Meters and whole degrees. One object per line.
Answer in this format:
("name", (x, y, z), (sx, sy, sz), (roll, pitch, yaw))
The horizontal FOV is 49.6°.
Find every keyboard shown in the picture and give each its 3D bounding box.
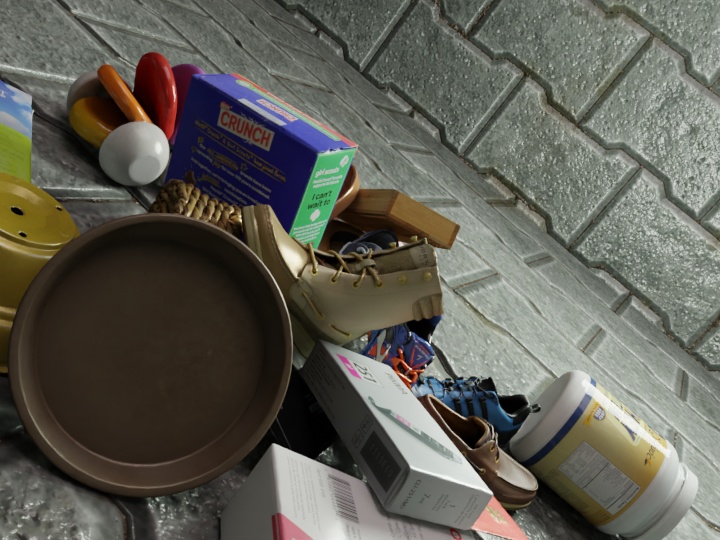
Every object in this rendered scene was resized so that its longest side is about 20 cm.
("keyboard", (-0.060, 0.109, 0.734), (0.127, 0.021, 0.200), (64, 11, 6))

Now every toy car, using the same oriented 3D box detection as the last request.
("toy car", (-0.251, -0.194, 0.969), (0.200, 0.150, 0.175), (12, 32, -53))

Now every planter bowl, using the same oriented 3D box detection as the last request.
("planter bowl", (-0.284, -0.019, 0.610), (0.200, 0.084, 0.200), (33, 19, -13))

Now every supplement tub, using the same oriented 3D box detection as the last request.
("supplement tub", (0.307, 0.240, 0.992), (0.200, 0.145, 0.144), (40, 19, 6))

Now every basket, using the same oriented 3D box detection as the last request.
("basket", (-0.134, 0.019, 0.694), (0.149, 0.143, 0.200), (32, 18, -22))

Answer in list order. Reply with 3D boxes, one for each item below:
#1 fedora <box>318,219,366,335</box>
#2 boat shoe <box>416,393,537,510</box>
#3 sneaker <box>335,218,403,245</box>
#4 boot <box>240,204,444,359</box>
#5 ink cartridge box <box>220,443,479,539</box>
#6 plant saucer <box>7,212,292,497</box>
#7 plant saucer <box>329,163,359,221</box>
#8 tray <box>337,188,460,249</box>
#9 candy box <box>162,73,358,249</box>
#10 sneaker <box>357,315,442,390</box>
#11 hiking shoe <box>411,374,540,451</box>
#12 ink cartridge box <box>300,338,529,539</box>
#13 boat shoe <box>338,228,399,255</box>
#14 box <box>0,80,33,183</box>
("fedora", (-0.014, 0.023, 1.004), (0.200, 0.082, 0.201), (34, 28, -20))
("boat shoe", (0.126, 0.202, 0.866), (0.200, 0.068, 0.072), (32, 20, -19))
("sneaker", (0.006, -0.045, 1.206), (0.200, 0.075, 0.105), (32, 14, -30))
("boot", (-0.010, -0.002, 0.700), (0.200, 0.155, 0.073), (66, 11, -46))
("ink cartridge box", (0.005, 0.231, 0.557), (0.200, 0.085, 0.146), (28, 21, -23))
("plant saucer", (-0.145, 0.060, 0.560), (0.200, 0.200, 0.029), (30, -13, -23))
("plant saucer", (-0.097, -0.088, 0.994), (0.200, 0.200, 0.032), (-108, -178, -58))
("tray", (0.032, -0.068, 0.996), (0.098, 0.037, 0.200), (26, -6, -24))
("candy box", (-0.118, -0.080, 0.818), (0.169, 0.200, 0.077), (34, 31, 19))
("sneaker", (0.038, 0.099, 0.846), (0.075, 0.078, 0.200), (46, 40, -27))
("hiking shoe", (0.120, 0.151, 0.942), (0.200, 0.087, 0.074), (27, 22, -30))
("ink cartridge box", (0.054, 0.149, 0.689), (0.173, 0.044, 0.200), (24, 12, -32))
("boat shoe", (0.000, 0.000, 0.883), (0.072, 0.068, 0.200), (44, 26, 2))
("box", (-0.385, -0.139, 0.756), (0.122, 0.048, 0.200), (25, 22, -35))
